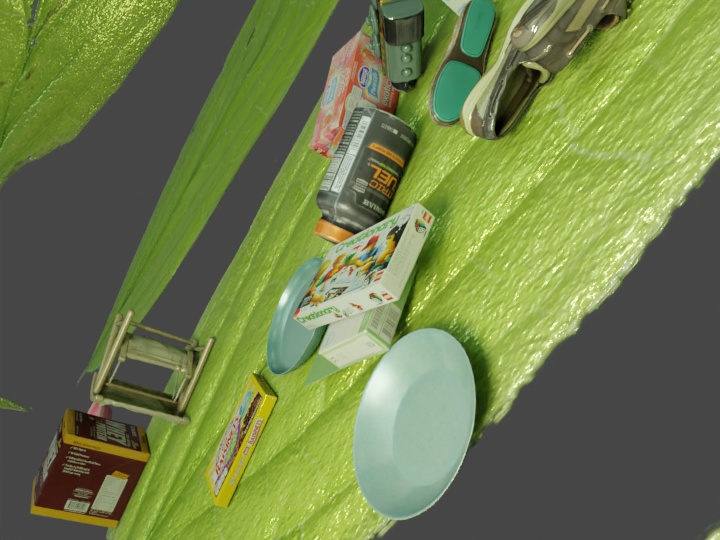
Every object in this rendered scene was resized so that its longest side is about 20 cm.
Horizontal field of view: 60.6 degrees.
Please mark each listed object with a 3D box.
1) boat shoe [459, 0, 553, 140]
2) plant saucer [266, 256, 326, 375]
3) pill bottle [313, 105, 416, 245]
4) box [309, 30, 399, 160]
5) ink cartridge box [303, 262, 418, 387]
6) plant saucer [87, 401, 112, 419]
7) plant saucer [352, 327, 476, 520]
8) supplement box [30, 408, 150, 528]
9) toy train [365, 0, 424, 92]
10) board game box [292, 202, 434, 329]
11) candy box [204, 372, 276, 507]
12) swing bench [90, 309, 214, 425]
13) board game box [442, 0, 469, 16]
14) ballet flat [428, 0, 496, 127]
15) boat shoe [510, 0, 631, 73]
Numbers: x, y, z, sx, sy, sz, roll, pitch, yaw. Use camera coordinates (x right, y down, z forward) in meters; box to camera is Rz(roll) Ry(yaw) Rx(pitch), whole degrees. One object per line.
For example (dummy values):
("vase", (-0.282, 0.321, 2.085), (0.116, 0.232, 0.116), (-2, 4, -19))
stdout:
("boat shoe", (0.196, -0.238, 0.716), (0.065, 0.073, 0.201), (43, 108, 46))
("plant saucer", (-0.095, 0.076, 1.000), (0.200, 0.027, 0.201), (-46, 31, 38))
("pill bottle", (0.000, -0.132, 0.921), (0.106, 0.106, 0.201), (21, 88, 62))
("box", (-0.005, -0.285, 1.048), (0.095, 0.102, 0.201), (-20, 53, 53))
("ink cartridge box", (-0.016, 0.065, 0.828), (0.200, 0.048, 0.146), (-30, 30, 46))
("plant saucer", (-0.824, 0.497, 1.913), (0.200, 0.051, 0.201), (-41, 36, 39))
("plant saucer", (0.064, 0.163, 0.660), (0.201, 0.039, 0.202), (-40, 37, 39))
("supplement box", (-0.639, 0.468, 1.462), (0.201, 0.197, 0.133), (-64, 29, 2))
("toy train", (0.057, -0.365, 0.943), (0.200, 0.085, 0.115), (81, 177, -66))
("board game box", (0.000, 0.000, 0.781), (0.200, 0.035, 0.127), (-24, 33, 51))
("candy box", (-0.204, 0.282, 1.041), (0.201, 0.026, 0.102), (-65, 25, 1))
("swing bench", (-0.455, 0.214, 1.339), (0.130, 0.198, 0.201), (-14, 57, 56))
("board game box", (0.142, -0.491, 0.945), (0.105, 0.103, 0.201), (-42, 36, 29))
("ballet flat", (0.138, -0.278, 0.854), (0.201, 0.068, 0.067), (-66, 8, -12))
("boat shoe", (0.246, -0.289, 0.658), (0.200, 0.073, 0.074), (-45, 15, -4))
